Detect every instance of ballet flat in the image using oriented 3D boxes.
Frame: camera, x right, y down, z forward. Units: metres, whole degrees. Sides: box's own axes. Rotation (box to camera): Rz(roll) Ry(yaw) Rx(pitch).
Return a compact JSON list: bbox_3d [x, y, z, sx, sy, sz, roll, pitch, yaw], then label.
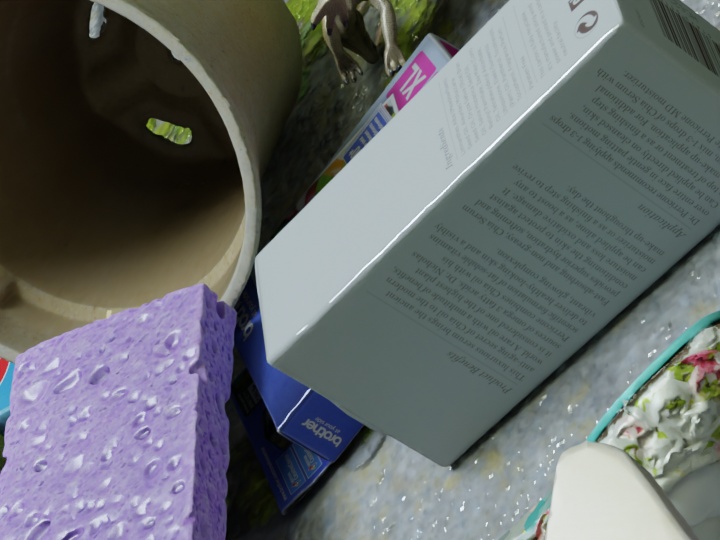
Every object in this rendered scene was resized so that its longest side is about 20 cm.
[{"bbox_3d":[0.085,0.102,0.791,0.200,0.075,0.064,-50,62,24],"label":"ballet flat"}]

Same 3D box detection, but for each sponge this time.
[{"bbox_3d":[-0.109,0.106,0.984,0.111,0.030,0.201,-20,48,24],"label":"sponge"}]

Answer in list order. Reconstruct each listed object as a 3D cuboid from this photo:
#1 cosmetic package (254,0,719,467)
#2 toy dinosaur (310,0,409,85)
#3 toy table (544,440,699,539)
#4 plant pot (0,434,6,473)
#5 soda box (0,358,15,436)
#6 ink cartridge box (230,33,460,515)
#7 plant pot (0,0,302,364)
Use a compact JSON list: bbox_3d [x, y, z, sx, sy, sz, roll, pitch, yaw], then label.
[{"bbox_3d":[0.060,-0.024,0.892,0.200,0.101,0.072,-44,33,24],"label":"cosmetic package"},{"bbox_3d":[-0.006,-0.157,1.053,0.201,0.058,0.102,95,162,-46],"label":"toy dinosaur"},{"bbox_3d":[0.097,0.134,0.644,0.116,0.184,0.201,-5,49,35],"label":"toy table"},{"bbox_3d":[-0.258,0.138,1.083,0.199,0.189,0.202,2,93,44],"label":"plant pot"},{"bbox_3d":[-0.186,0.078,1.201,0.199,0.068,0.065,-27,44,43],"label":"soda box"},{"bbox_3d":[0.000,0.000,1.023,0.200,0.042,0.119,-54,30,13],"label":"ink cartridge box"},{"bbox_3d":[-0.117,-0.078,1.110,0.200,0.200,0.184,-40,9,29],"label":"plant pot"}]
